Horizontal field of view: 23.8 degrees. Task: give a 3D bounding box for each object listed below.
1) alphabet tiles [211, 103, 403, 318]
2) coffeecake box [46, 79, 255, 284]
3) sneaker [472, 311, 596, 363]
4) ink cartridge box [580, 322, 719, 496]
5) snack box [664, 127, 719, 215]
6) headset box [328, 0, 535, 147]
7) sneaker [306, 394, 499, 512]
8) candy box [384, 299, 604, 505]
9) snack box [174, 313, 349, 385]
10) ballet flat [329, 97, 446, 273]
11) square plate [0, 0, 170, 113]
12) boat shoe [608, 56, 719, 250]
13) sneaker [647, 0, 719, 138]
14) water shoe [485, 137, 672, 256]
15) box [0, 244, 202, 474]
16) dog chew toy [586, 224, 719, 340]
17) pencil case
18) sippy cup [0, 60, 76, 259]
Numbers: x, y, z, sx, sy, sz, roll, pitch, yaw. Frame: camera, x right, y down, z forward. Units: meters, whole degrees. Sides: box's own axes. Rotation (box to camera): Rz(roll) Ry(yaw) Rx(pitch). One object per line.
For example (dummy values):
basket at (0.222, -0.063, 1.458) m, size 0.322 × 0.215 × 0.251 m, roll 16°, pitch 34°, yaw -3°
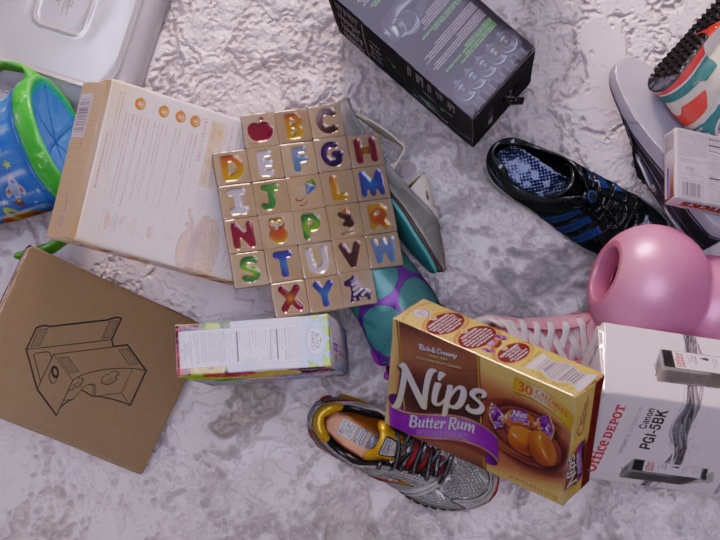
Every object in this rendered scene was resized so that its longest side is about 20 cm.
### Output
alphabet tiles at (-0.050, -0.058, 1.621) m, size 0.165 × 0.006 × 0.201 m, roll -8°, pitch 77°, yaw -13°
coffeecake box at (-0.181, -0.081, 1.638) m, size 0.199 × 0.073 × 0.155 m, roll 16°, pitch 85°, yaw -32°
sneaker at (0.166, 0.079, 1.637) m, size 0.199 × 0.105 × 0.076 m, roll -5°, pitch 83°, yaw 2°
ink cartridge box at (0.301, 0.134, 1.581) m, size 0.198 × 0.147 × 0.083 m, roll 8°, pitch 51°, yaw -3°
snack box at (0.381, -0.082, 1.630) m, size 0.199 × 0.024 × 0.072 m, roll 10°, pitch 70°, yaw -19°
headset box at (0.073, -0.218, 1.633) m, size 0.200 × 0.174 × 0.093 m, roll 42°, pitch 89°, yaw 7°
sneaker at (0.038, 0.180, 1.647) m, size 0.199 × 0.082 × 0.078 m, roll 19°, pitch 86°, yaw 5°
candy box at (0.118, 0.117, 1.550) m, size 0.199 × 0.056 × 0.117 m, roll 22°, pitch 123°, yaw 30°
snack box at (-0.088, 0.077, 1.604) m, size 0.141 × 0.200 × 0.053 m, roll -3°, pitch 84°, yaw 3°
ballet flat at (0.033, -0.089, 1.681) m, size 0.064 × 0.067 × 0.200 m, roll -40°, pitch 85°, yaw -11°
square plate at (-0.298, -0.267, 1.735) m, size 0.197 × 0.028 × 0.201 m, roll 18°, pitch 86°, yaw 5°
boat shoe at (0.294, -0.111, 1.663) m, size 0.072 × 0.068 × 0.201 m, roll -30°, pitch 84°, yaw -37°
sneaker at (0.366, -0.207, 1.660) m, size 0.200 × 0.070 × 0.094 m, roll -45°, pitch 106°, yaw -23°
water shoe at (0.210, -0.066, 1.658) m, size 0.199 × 0.079 × 0.072 m, roll 25°, pitch 87°, yaw 5°
box at (-0.268, 0.090, 1.663) m, size 0.199 × 0.021 × 0.164 m, roll 26°, pitch 88°, yaw -21°
dog chew toy at (0.317, 0.035, 1.621) m, size 0.199 × 0.124 × 0.125 m, roll 21°, pitch 86°, yaw -15°
pencil case at (0.000, 0.000, 1.664) m, size 0.092 × 0.085 × 0.200 m, roll -38°, pitch 84°, yaw -2°
sippy cup at (-0.346, -0.106, 1.680) m, size 0.130 × 0.140 × 0.178 m, roll -22°, pitch 43°, yaw 12°
